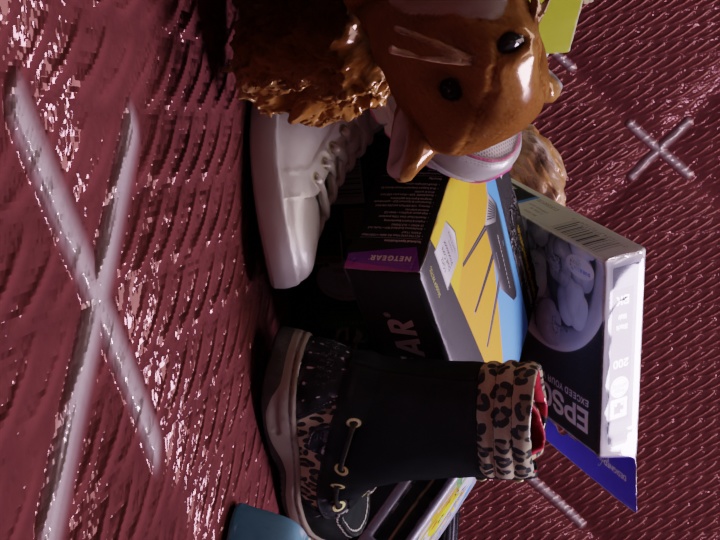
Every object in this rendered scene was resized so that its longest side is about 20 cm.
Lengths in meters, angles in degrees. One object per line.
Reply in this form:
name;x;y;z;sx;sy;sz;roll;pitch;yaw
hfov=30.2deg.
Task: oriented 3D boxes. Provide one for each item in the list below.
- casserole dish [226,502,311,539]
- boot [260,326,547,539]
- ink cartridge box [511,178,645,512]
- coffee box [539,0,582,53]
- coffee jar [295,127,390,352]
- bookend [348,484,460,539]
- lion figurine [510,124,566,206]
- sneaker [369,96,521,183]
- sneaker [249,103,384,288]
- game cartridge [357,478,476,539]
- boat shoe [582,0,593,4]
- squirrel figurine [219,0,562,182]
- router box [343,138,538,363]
casserole dish;-0.043;0.203;0.622;0.201;0.038;0.122;-84;170;-48
boot;0.031;0.109;0.776;0.204;0.152;0.074;78;20;-53
ink cartridge box;0.134;0.050;0.970;0.198;0.043;0.202;-143;-135;-59
coffee box;0.059;-0.272;0.969;0.200;0.198;0.200;39;50;-83
coffee jar;0.000;0.000;0.867;0.104;0.084;0.202;-62;150;-74
bookend;0.036;0.116;1.148;0.199;0.091;0.202;-66;153;-76
lion figurine;0.103;-0.018;1.100;0.123;0.200;0.072;50;-6;-3
sneaker;0.043;-0.140;0.698;0.081;0.088;0.201;-36;110;-36
sneaker;-0.016;-0.084;0.750;0.073;0.084;0.202;81;11;-61
game cartridge;0.048;0.173;0.989;0.200;0.040;0.134;-51;168;-23
boat shoe;0.199;-0.310;1.047;0.072;0.071;0.202;-84;173;-65
squirrel figurine;0.011;-0.135;0.598;0.188;0.141;0.200;58;-22;-2
router box;0.057;0.005;0.817;0.201;0.051;0.150;67;35;-47
